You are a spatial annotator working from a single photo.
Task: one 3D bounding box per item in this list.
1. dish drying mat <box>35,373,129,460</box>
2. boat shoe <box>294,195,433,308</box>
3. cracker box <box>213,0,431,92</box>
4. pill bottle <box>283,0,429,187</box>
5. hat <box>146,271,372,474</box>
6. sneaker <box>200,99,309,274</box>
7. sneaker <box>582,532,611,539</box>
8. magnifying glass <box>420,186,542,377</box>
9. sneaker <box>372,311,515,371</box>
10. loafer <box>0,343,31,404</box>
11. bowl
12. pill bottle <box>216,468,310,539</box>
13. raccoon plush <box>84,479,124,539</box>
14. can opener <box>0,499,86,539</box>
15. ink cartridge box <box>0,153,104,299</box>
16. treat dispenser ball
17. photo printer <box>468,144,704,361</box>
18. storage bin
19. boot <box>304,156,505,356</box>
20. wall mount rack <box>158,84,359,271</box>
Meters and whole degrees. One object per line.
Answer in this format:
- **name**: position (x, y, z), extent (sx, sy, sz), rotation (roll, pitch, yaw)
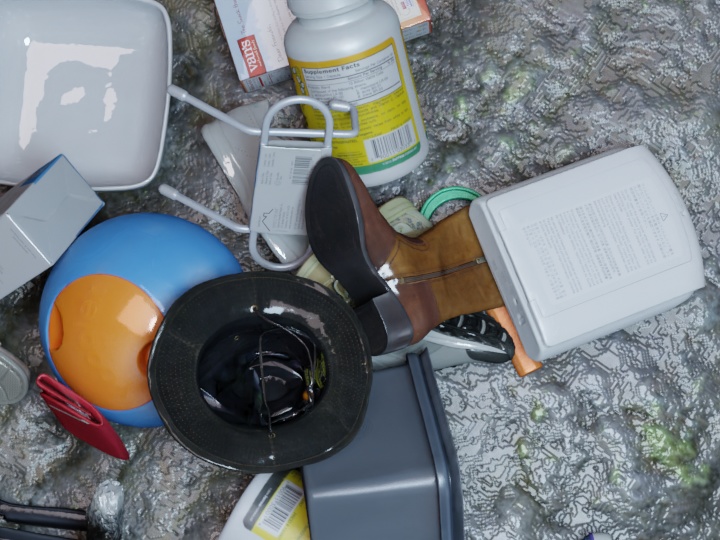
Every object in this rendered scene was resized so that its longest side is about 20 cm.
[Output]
- **dish drying mat**: position (-0.258, 0.141, 1.629), extent (0.077, 0.200, 0.018), rotation (30, 75, 6)
- **boat shoe**: position (0.000, 0.000, 1.649), extent (0.063, 0.073, 0.200), rotation (38, 56, 18)
- **cracker box**: position (-0.043, -0.273, 1.742), extent (0.200, 0.058, 0.134), rotation (-17, 82, 0)
- **pill bottle**: position (-0.009, -0.189, 1.657), extent (0.113, 0.113, 0.200), rotation (-15, 118, 1)
- **hat**: position (-0.093, 0.095, 1.549), extent (0.201, 0.081, 0.201), rotation (5, 72, -14)
- **sneaker**: position (-0.073, -0.078, 1.711), extent (0.088, 0.075, 0.200), rotation (-30, 80, -2)
- **sneaker**: position (0.151, 0.332, 1.641), extent (0.146, 0.081, 0.200), rotation (12, 89, 1)
- **magnifying glass**: position (0.122, 0.010, 1.716), extent (0.080, 0.022, 0.200), rotation (-26, 80, 0)
- **sneaker**: position (0.049, 0.074, 1.689), extent (0.200, 0.074, 0.079), rotation (3, 113, 7)
- **loafer**: position (-0.412, 0.072, 1.718), extent (0.200, 0.063, 0.072), rotation (17, 118, 2)
- **bowl**: position (-0.281, -0.173, 1.734), extent (0.200, 0.075, 0.200), rotation (3, 84, 3)
- **pill bottle**: position (-0.027, 0.273, 1.643), extent (0.200, 0.114, 0.114), rotation (31, 85, 7)
- **raccoon plush**: position (-0.290, 0.283, 1.658), extent (0.134, 0.097, 0.200), rotation (6, 96, 6)
- **can opener**: position (-0.333, 0.247, 1.691), extent (0.200, 0.079, 0.063), rotation (15, 76, -4)
- **ink cartridge box**: position (-0.350, -0.018, 1.670), extent (0.200, 0.115, 0.068), rotation (-29, 108, 35)
- **treat dispenser ball**: position (-0.198, 0.046, 1.637), extent (0.201, 0.201, 0.201), rotation (0, 83, 3)
- **photo printer**: position (0.223, -0.023, 1.670), extent (0.200, 0.069, 0.166), rotation (-21, 84, -16)
- **storage bin**: position (0.013, 0.180, 1.590), extent (0.134, 0.200, 0.146), rotation (-7, 125, -3)
- **boot**: position (0.051, -0.032, 1.620), extent (0.068, 0.200, 0.188), rotation (-27, 87, 43)
- **wall mount rack**: position (-0.095, -0.096, 1.611), extent (0.174, 0.200, 0.075), rotation (3, 39, -9)
